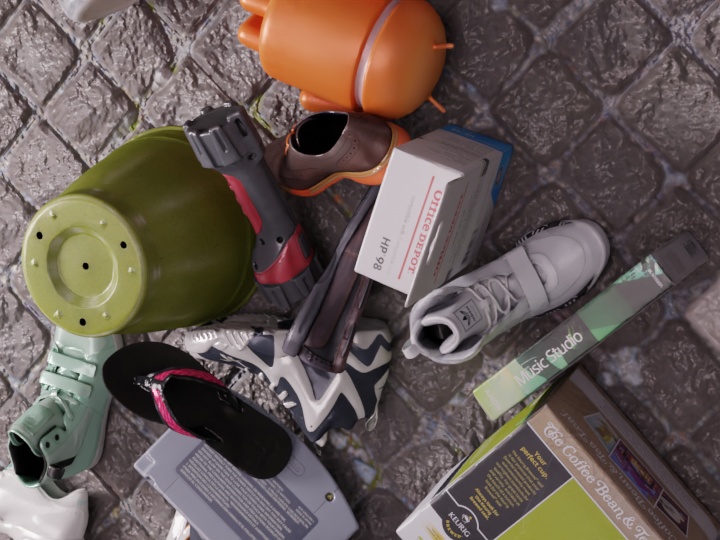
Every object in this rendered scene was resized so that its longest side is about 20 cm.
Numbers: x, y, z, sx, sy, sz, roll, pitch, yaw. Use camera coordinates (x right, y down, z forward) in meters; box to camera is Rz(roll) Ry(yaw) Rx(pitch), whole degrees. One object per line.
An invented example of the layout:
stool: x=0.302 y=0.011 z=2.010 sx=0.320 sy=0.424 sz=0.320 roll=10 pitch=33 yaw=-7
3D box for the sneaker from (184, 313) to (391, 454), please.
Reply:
sneaker: x=-0.069 y=0.112 z=1.438 sx=0.197 sy=0.080 sz=0.131 roll=0 pitch=100 yaw=1

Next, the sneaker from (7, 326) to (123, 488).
sneaker: x=-0.301 y=0.123 z=1.520 sx=0.073 sy=0.118 sz=0.202 roll=12 pitch=105 yaw=20

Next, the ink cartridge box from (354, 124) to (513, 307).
ink cartridge box: x=0.059 y=-0.051 z=1.292 sx=0.066 sy=0.200 sz=0.117 roll=23 pitch=109 yaw=15

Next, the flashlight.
flashlight: x=-0.099 y=-0.059 z=1.382 sx=0.068 sy=0.068 sz=0.201 roll=-37 pitch=122 yaw=-13

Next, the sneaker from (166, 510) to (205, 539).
sneaker: x=-0.147 y=0.270 z=1.514 sx=0.079 sy=0.078 sz=0.201 roll=21 pitch=107 yaw=22

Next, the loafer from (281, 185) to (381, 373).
loafer: x=0.000 y=0.000 z=1.378 sx=0.063 sy=0.072 sz=0.201 roll=30 pitch=81 yaw=-2

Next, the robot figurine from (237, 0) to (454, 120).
robot figurine: x=-0.010 y=-0.203 z=1.333 sx=0.199 sy=0.117 sz=0.145 roll=24 pitch=98 yaw=16

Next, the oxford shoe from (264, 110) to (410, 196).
oxford shoe: x=-0.041 y=-0.115 z=1.351 sx=0.199 sy=0.072 sz=0.072 roll=-6 pitch=62 yaw=52

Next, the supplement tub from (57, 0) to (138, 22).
supplement tub: x=-0.264 y=-0.344 z=1.396 sx=0.122 sy=0.122 sz=0.201 roll=-29 pitch=90 yaw=24

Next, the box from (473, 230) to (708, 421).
box: x=0.198 y=0.046 z=1.291 sx=0.200 sy=0.144 sz=0.036 roll=-42 pitch=81 yaw=24

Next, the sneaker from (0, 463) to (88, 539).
sneaker: x=-0.378 y=0.236 z=1.612 sx=0.199 sy=0.075 sz=0.089 roll=16 pitch=95 yaw=11

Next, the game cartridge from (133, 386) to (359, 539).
game cartridge: x=-0.103 y=0.212 z=1.456 sx=0.200 sy=0.042 sz=0.133 roll=45 pitch=76 yaw=5

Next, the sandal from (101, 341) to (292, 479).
sandal: x=-0.153 y=0.128 z=1.427 sx=0.199 sy=0.045 sz=0.075 roll=30 pitch=81 yaw=2

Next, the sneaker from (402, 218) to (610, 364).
sneaker: x=0.125 y=0.025 z=1.330 sx=0.199 sy=0.115 sz=0.075 roll=-29 pitch=91 yaw=24

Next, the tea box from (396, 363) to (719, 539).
tea box: x=0.178 y=0.231 z=1.347 sx=0.197 sy=0.134 sz=0.200 roll=-42 pitch=85 yaw=25

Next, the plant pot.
plant pot: x=-0.212 y=-0.024 z=1.410 sx=0.199 sy=0.193 sz=0.202 roll=5 pitch=103 yaw=20
